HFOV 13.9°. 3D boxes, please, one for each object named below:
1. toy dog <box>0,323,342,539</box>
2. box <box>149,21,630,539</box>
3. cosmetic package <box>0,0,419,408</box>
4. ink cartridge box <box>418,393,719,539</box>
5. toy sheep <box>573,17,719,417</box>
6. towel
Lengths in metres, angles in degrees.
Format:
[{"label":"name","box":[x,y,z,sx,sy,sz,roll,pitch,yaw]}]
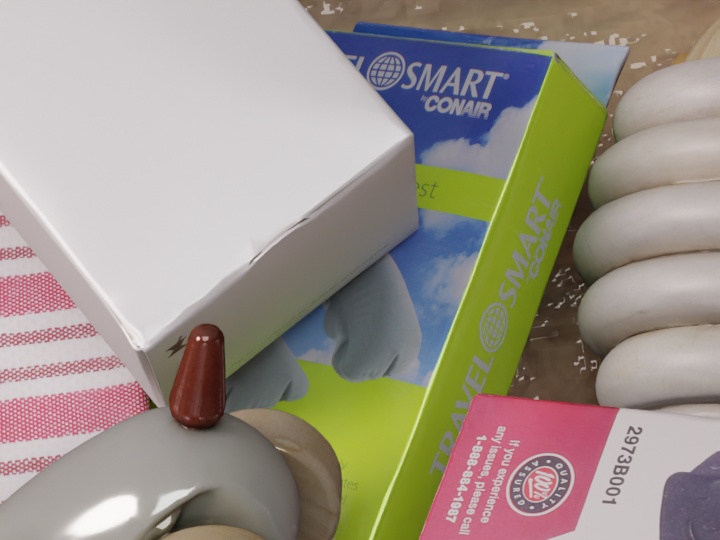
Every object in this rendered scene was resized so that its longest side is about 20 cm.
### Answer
[{"label":"toy dog","box":[-0.099,0.065,0.828,0.199,0.132,0.097,-13,114,-13]},{"label":"box","box":[0.000,0.000,0.968,0.121,0.048,0.201,9,70,36]},{"label":"cosmetic package","box":[-0.082,-0.068,0.913,0.107,0.085,0.200,-36,75,-9]},{"label":"ink cartridge box","box":[0.110,0.119,0.797,0.199,0.085,0.145,4,47,22]},{"label":"toy sheep","box":[0.133,0.004,0.953,0.137,0.138,0.201,3,71,1]},{"label":"towel","box":[-0.139,0.041,0.950,0.145,0.030,0.201,-6,47,-3]}]
